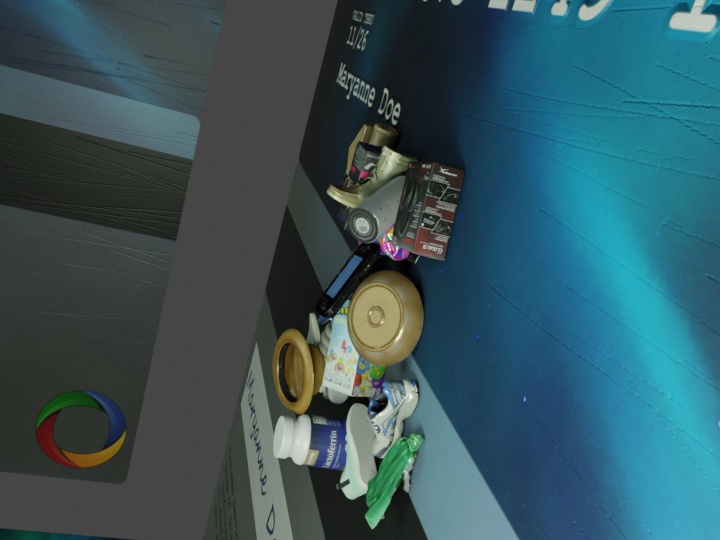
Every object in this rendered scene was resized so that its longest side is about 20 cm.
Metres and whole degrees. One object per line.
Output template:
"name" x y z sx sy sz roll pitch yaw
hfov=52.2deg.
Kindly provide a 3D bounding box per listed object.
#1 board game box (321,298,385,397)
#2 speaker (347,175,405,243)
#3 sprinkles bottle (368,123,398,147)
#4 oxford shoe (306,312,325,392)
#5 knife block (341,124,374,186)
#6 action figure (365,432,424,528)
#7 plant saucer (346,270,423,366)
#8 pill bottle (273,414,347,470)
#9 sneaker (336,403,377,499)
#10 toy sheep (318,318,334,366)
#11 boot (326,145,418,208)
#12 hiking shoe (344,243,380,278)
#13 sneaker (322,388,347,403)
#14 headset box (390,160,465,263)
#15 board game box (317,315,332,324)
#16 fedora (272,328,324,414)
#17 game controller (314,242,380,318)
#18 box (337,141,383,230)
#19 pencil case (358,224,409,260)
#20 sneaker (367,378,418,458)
"board game box" -0.003 0.174 1.670 0.104 0.102 0.205 11 90 44
"speaker" 0.054 -0.136 1.603 0.200 0.081 0.082 -42 -17 -49
"sprinkles bottle" 0.039 -0.280 1.928 0.069 0.067 0.203 -111 36 -59
"oxford shoe" -0.122 0.210 1.858 0.075 0.056 0.205 -93 0 -85
"knife block" 0.005 -0.282 2.046 0.200 0.063 0.179 136 141 -61
"action figure" 0.070 0.394 1.437 0.202 0.054 0.119 -63 21 25
"plant saucer" 0.041 0.099 1.556 0.197 0.035 0.205 -6 79 36
"pill bottle" -0.100 0.403 1.730 0.115 0.196 0.119 -169 90 -73
"sneaker" -0.017 0.411 1.661 0.119 0.072 0.204 -51 35 45
"toy sheep" -0.037 0.173 1.799 0.138 0.135 0.204 -122 47 -65
"boot" 0.029 -0.217 1.703 0.072 0.196 0.157 -125 50 -58
"hiking shoe" 0.000 0.000 1.817 0.101 0.075 0.202 -49 13 40
"sneaker" -0.069 0.246 1.935 0.115 0.074 0.205 161 115 -67
"headset box" 0.133 -0.116 1.511 0.149 0.076 0.205 -149 72 -72
"board game box" -0.030 0.076 1.905 0.200 0.039 0.158 -46 10 1
"fedora" -0.140 0.241 1.776 0.199 0.080 0.206 4 94 54
"game controller" -0.031 0.018 1.644 0.201 0.042 0.104 -53 28 -4
"box" 0.030 -0.198 1.812 0.106 0.120 0.204 -120 43 -64
"pencil case" 0.061 -0.070 1.702 0.200 0.086 0.091 -169 90 -73
"sneaker" 0.048 0.300 1.512 0.078 0.083 0.203 -109 33 -58
